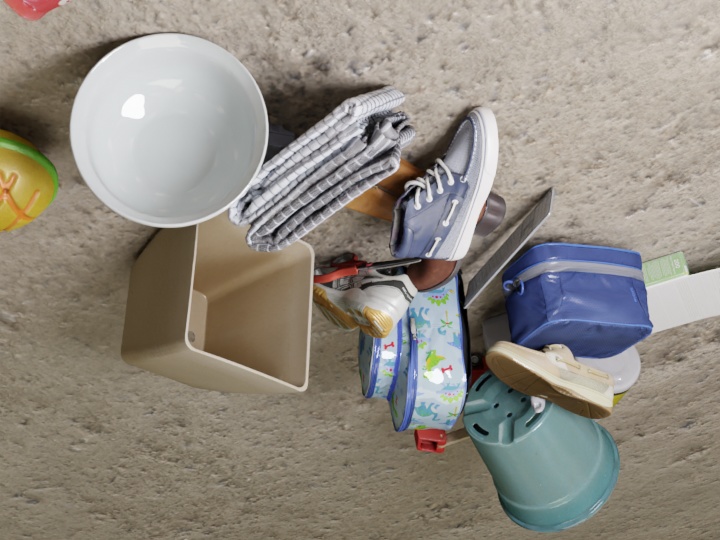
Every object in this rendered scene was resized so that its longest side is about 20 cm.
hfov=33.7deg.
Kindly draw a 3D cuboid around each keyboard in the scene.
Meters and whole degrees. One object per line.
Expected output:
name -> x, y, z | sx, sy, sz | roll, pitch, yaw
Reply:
keyboard -> 0.191, -0.026, 1.545 | 0.011, 0.056, 0.200 | 33, 130, -6

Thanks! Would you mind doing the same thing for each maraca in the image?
maraca -> -0.426, -0.100, 1.279 | 0.197, 0.108, 0.138 | 5, 139, -19

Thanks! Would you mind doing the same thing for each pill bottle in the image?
pill bottle -> 0.354, 0.182, 1.879 | 0.110, 0.112, 0.201 | 2, 147, -14

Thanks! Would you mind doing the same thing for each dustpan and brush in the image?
dustpan and brush -> 0.241, 0.124, 1.678 | 0.138, 0.201, 0.058 | -17, 115, 15

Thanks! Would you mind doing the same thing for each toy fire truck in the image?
toy fire truck -> 0.177, 0.203, 1.848 | 0.197, 0.143, 0.049 | -5, 149, -3

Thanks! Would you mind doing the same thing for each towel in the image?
towel -> -0.033, -0.106, 1.275 | 0.199, 0.086, 0.166 | -35, -178, 20

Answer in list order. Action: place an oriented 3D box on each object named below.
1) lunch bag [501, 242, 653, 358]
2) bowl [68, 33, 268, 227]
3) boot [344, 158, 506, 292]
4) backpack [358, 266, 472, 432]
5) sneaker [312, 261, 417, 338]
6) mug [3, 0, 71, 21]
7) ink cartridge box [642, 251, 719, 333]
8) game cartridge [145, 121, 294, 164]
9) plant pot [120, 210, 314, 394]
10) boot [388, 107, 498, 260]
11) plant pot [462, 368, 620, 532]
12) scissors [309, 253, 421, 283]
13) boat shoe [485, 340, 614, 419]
lunch bag -> 0.283, 0.034, 1.610 | 0.198, 0.134, 0.136 | 6, 154, -23
bowl -> -0.193, -0.131, 1.217 | 0.198, 0.204, 0.090 | -2, 166, -7
boot -> 0.054, -0.055, 1.483 | 0.198, 0.069, 0.188 | 16, 142, -31
backpack -> 0.071, 0.116, 1.633 | 0.145, 0.202, 0.184 | -2, 149, -8
sneaker -> 0.002, 0.030, 1.560 | 0.199, 0.088, 0.076 | 18, 150, 53
mug -> -0.215, -0.313, 0.964 | 0.198, 0.135, 0.178 | -17, 149, 10
ink cartridge box -> 0.478, 0.024, 1.711 | 0.198, 0.048, 0.146 | -18, 147, 17
game cartridge -> -0.188, -0.128, 1.351 | 0.198, 0.041, 0.133 | 7, 149, -22
plant pot -> -0.191, 0.051, 1.502 | 0.176, 0.202, 0.199 | -20, 147, 39
boot -> 0.094, -0.095, 1.374 | 0.089, 0.073, 0.202 | -2, 124, -21
plant pot -> 0.253, 0.246, 1.741 | 0.198, 0.202, 0.197 | -20, 131, 21
scissors -> 0.000, 0.000, 1.500 | 0.073, 0.014, 0.199 | -27, -164, -26
boat shoe -> 0.255, 0.133, 1.586 | 0.198, 0.066, 0.072 | 25, 153, -17
